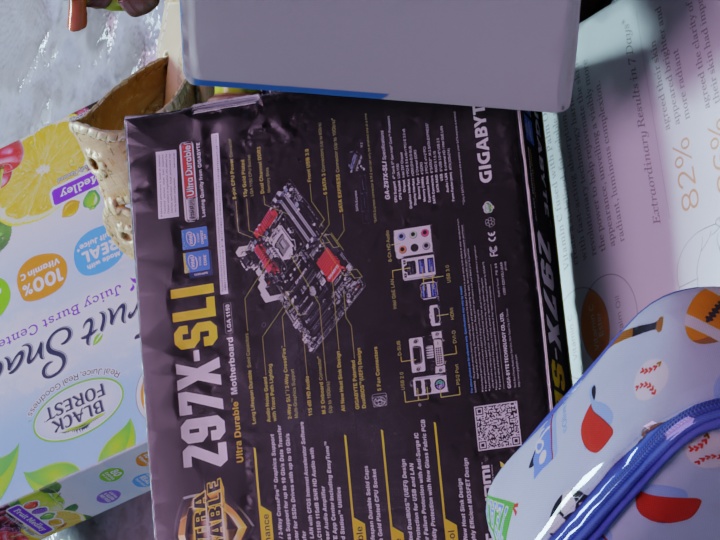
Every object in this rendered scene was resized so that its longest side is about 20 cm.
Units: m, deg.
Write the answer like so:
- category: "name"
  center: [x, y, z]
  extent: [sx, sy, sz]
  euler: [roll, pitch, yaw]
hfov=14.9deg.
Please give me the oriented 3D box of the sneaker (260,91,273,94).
- category: "sneaker"
  center: [-0.013, -0.103, 1.288]
  extent: [0.199, 0.081, 0.074]
  euler: [-17, 59, 35]

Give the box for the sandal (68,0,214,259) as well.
- category: "sandal"
  center: [-0.103, -0.075, 1.294]
  extent: [0.078, 0.069, 0.213]
  euler: [24, 105, 57]

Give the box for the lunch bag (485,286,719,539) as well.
- category: "lunch bag"
  center: [0.151, 0.089, 0.947]
  extent: [0.161, 0.199, 0.076]
  euler: [-54, 32, 35]

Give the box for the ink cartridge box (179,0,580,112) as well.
- category: "ink cartridge box"
  center: [0.014, -0.168, 1.030]
  extent: [0.084, 0.144, 0.201]
  euler: [91, -177, -58]

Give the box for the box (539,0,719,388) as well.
- category: "box"
  center: [0.149, -0.029, 1.042]
  extent: [0.200, 0.106, 0.153]
  euler: [-28, 64, 53]

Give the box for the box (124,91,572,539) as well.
- category: "box"
  center: [-0.002, 0.029, 1.044]
  extent: [0.159, 0.049, 0.201]
  euler: [-10, 76, 15]

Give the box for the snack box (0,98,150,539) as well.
- category: "snack box"
  center: [-0.143, 0.022, 1.388]
  extent: [0.142, 0.053, 0.201]
  euler: [-25, 57, 14]

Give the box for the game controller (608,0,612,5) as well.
- category: "game controller"
  center: [0.058, -0.129, 1.191]
  extent: [0.042, 0.104, 0.201]
  euler: [-73, 7, -71]

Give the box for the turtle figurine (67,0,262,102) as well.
- category: "turtle figurine"
  center: [-0.053, -0.104, 1.130]
  extent: [0.064, 0.199, 0.162]
  euler: [14, -118, -83]

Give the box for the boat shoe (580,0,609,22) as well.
- category: "boat shoe"
  center: [0.077, -0.128, 1.131]
  extent: [0.068, 0.072, 0.201]
  euler: [-70, 5, -71]
